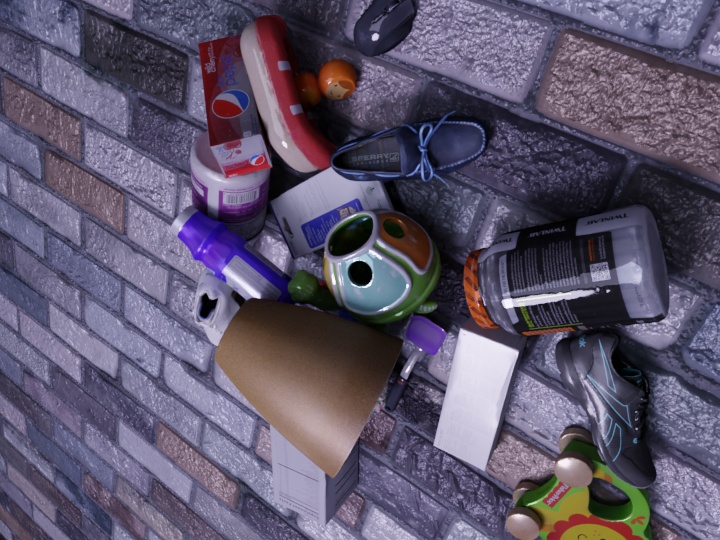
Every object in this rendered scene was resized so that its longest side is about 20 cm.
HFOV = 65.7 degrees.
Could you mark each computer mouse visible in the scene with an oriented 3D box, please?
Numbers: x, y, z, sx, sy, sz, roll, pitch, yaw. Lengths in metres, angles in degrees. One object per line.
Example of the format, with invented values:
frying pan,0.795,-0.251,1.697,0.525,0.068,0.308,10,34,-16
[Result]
computer mouse,0.059,-0.328,0.651,0.200,0.034,0.059,-39,85,37

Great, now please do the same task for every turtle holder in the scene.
turtle holder,0.006,-0.010,0.725,0.184,0.142,0.132,2,152,39

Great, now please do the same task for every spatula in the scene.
spatula,0.072,0.147,0.839,0.056,0.021,0.201,32,123,17

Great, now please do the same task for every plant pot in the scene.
plant pot,-0.074,0.123,0.703,0.198,0.187,0.188,28,123,5

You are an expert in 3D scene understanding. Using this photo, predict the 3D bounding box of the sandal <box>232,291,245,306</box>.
sandal,-0.235,0.028,0.969,0.081,0.054,0.202,18,117,26

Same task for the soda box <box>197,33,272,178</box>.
soda box,-0.170,-0.225,0.751,0.064,0.069,0.202,78,178,-60

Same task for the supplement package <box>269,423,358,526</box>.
supplement package,-0.076,0.298,0.939,0.113,0.109,0.202,13,115,28

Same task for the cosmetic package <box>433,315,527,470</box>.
cosmetic package,0.163,0.170,0.771,0.082,0.051,0.202,20,118,23

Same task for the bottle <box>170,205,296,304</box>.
bottle,-0.173,-0.010,0.781,0.199,0.066,0.083,39,170,-6

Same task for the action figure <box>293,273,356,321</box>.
action figure,-0.043,0.061,0.851,0.098,0.065,0.202,10,114,19

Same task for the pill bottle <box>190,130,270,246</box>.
pill bottle,-0.196,-0.104,0.838,0.112,0.112,0.201,38,143,14

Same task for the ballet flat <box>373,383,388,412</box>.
ballet flat,-0.045,0.139,0.819,0.198,0.076,0.064,28,92,-6

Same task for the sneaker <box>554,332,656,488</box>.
sneaker,0.308,0.165,0.661,0.079,0.075,0.201,-28,93,35

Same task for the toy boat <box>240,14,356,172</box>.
toy boat,-0.067,-0.235,0.733,0.129,0.131,0.202,-15,100,6

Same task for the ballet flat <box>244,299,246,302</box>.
ballet flat,-0.143,0.068,0.893,0.199,0.069,0.070,0,110,58

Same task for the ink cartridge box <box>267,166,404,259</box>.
ink cartridge box,-0.040,-0.093,0.806,0.199,0.039,0.100,-20,97,35

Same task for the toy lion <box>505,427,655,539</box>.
toy lion,0.309,0.336,0.742,0.190,0.069,0.201,31,122,11

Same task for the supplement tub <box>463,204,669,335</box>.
supplement tub,0.224,0.007,0.622,0.198,0.122,0.124,-11,103,35

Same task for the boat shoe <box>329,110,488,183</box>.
boat shoe,0.058,-0.138,0.683,0.198,0.069,0.085,-14,98,18

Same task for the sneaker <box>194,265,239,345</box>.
sneaker,-0.238,0.062,0.896,0.074,0.088,0.201,16,137,5
